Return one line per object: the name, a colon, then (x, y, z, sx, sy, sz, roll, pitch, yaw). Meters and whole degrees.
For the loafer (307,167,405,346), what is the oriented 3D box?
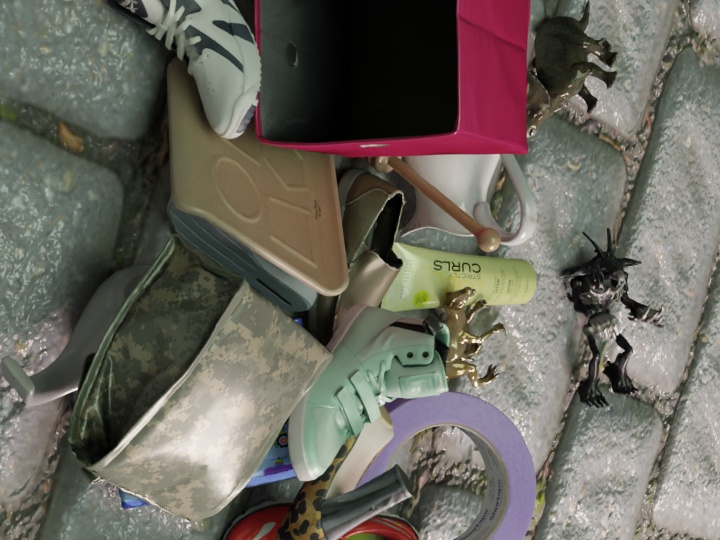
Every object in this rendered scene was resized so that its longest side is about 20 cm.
loafer: (0.000, 0.000, 1.395, 0.075, 0.069, 0.202, 5, 94, -57)

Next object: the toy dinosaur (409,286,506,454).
toy dinosaur: (0.098, 0.097, 1.527, 0.100, 0.058, 0.202, 0, 116, -33)

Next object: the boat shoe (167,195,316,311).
boat shoe: (-0.107, -0.032, 1.315, 0.200, 0.071, 0.063, 44, 50, -44)

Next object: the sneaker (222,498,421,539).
sneaker: (-0.038, 0.266, 1.362, 0.198, 0.085, 0.078, -2, 92, -3)

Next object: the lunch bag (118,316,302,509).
lunch bag: (-0.154, 0.125, 1.293, 0.198, 0.094, 0.152, -10, 102, -26)

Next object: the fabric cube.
fabric cube: (0.033, -0.205, 1.263, 0.199, 0.194, 0.202, 1, 89, -66)

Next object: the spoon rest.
spoon rest: (-0.222, 0.059, 1.210, 0.199, 0.061, 0.099, -30, 71, -38)

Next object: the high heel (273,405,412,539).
high heel: (-0.035, 0.181, 1.366, 0.142, 0.201, 0.072, -29, 125, 7)

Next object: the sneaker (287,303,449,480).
sneaker: (0.014, 0.111, 1.288, 0.201, 0.117, 0.074, -62, 145, -37)

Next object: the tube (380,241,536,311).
tube: (0.104, 0.012, 1.516, 0.199, 0.052, 0.059, 3, 61, -37)

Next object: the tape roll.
tape roll: (0.080, 0.225, 1.459, 0.198, 0.066, 0.202, 0, 88, -15)

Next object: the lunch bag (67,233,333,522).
lunch bag: (-0.143, 0.101, 1.165, 0.201, 0.117, 0.164, -56, 144, -6)

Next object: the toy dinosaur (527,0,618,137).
toy dinosaur: (0.230, -0.240, 1.560, 0.101, 0.077, 0.202, 21, 67, -9)

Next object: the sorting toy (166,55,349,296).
sorting toy: (-0.097, -0.083, 1.273, 0.199, 0.036, 0.186, 29, 40, -39)

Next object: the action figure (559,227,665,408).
action figure: (0.301, 0.056, 1.662, 0.118, 0.102, 0.202, -12, 107, -28)

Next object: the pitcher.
pitcher: (0.110, -0.129, 1.411, 0.121, 0.171, 0.202, -12, 106, -44)

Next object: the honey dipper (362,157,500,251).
honey dipper: (0.063, -0.079, 1.365, 0.038, 0.200, 0.038, -30, 145, -24)

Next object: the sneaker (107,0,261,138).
sneaker: (-0.163, -0.211, 1.201, 0.129, 0.079, 0.201, -3, 84, -32)
